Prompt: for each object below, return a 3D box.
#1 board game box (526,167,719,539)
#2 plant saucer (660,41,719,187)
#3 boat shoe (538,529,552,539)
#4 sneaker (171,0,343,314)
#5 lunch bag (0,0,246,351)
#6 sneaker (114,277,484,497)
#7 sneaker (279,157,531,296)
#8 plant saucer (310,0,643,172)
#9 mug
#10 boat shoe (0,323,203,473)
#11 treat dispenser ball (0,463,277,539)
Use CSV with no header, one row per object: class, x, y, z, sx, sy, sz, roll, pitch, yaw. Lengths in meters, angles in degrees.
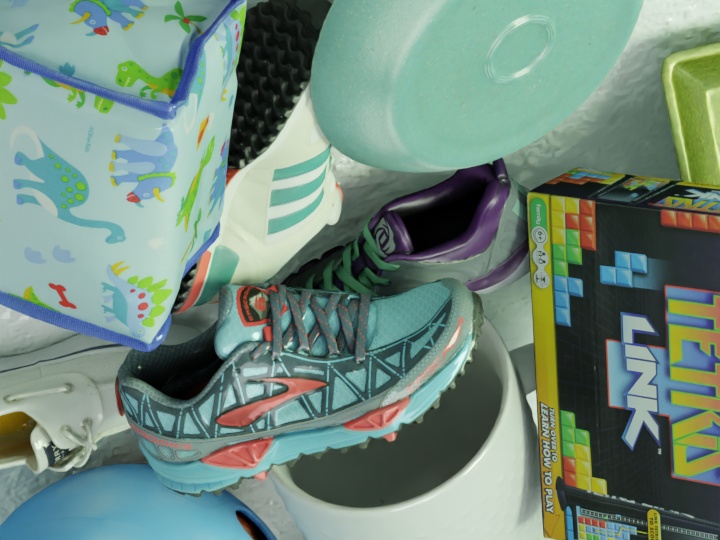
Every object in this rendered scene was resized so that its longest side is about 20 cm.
board game box,0.173,0.056,1.347,0.057,0.165,0.200,-25,116,-49
plant saucer,0.269,-0.042,1.385,0.200,0.048,0.200,-13,101,-4
boat shoe,0.040,0.196,1.567,0.202,0.072,0.060,-43,-177,-23
sneaker,-0.043,-0.062,1.319,0.093,0.070,0.200,-6,137,-43
lunch bag,-0.163,-0.078,1.212,0.200,0.127,0.170,16,135,7
sneaker,-0.035,0.046,1.316,0.200,0.079,0.096,-24,122,13
sneaker,0.000,0.000,1.372,0.200,0.074,0.088,-32,151,4
plant saucer,0.069,-0.117,1.259,0.200,0.036,0.200,-25,144,-20
mug,0.055,0.105,1.460,0.200,0.148,0.175,-27,142,-3
boat shoe,-0.170,0.081,1.413,0.200,0.070,0.071,-8,137,-9
treat dispenser ball,-0.129,0.210,1.466,0.201,0.201,0.201,-9,137,-8
